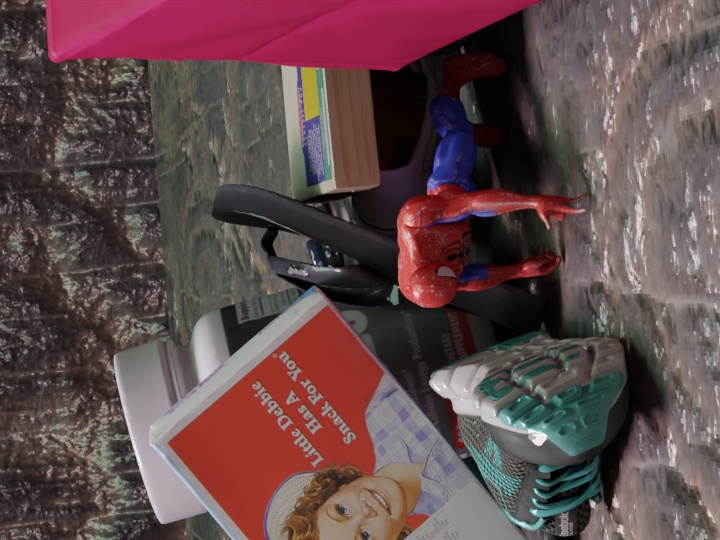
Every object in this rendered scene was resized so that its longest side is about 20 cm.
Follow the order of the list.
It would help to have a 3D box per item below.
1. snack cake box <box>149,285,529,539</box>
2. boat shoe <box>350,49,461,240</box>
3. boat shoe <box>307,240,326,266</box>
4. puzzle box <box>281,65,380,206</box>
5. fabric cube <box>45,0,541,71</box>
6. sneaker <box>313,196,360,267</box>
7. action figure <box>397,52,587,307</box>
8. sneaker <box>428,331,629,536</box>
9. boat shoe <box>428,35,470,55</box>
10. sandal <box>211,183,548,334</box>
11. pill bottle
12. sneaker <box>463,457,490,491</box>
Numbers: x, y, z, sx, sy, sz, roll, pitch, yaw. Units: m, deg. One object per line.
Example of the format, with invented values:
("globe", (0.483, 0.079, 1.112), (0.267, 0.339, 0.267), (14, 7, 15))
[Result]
("snack cake box", (-0.001, 0.121, 1.327), (0.200, 0.115, 0.067), (51, 178, -7))
("boat shoe", (0.017, -0.110, 1.444), (0.070, 0.070, 0.201), (80, -169, -51))
("boat shoe", (-0.009, 0.057, 1.727), (0.084, 0.068, 0.201), (-116, 23, -66))
("puzzle box", (-0.022, -0.137, 1.372), (0.133, 0.025, 0.202), (172, 93, -79))
("fabric cube", (-0.024, -0.207, 1.182), (0.199, 0.199, 0.198), (-16, 77, 59))
("sneaker", (0.027, -0.033, 1.525), (0.200, 0.076, 0.076), (-57, -47, -76))
("action figure", (0.071, -0.038, 1.304), (0.200, 0.098, 0.066), (-69, -20, -56))
("sneaker", (0.091, 0.081, 1.233), (0.200, 0.077, 0.092), (-162, 51, -83))
("boat shoe", (0.038, -0.198, 1.330), (0.069, 0.083, 0.201), (-118, 23, -59))
("sandal", (0.000, 0.000, 1.357), (0.076, 0.199, 0.043), (21, -89, -61))
("pill bottle", (-0.025, 0.065, 1.425), (0.114, 0.199, 0.115), (164, 90, -88))
("sneaker", (0.048, 0.191, 1.475), (0.121, 0.083, 0.202), (85, -179, -83))
